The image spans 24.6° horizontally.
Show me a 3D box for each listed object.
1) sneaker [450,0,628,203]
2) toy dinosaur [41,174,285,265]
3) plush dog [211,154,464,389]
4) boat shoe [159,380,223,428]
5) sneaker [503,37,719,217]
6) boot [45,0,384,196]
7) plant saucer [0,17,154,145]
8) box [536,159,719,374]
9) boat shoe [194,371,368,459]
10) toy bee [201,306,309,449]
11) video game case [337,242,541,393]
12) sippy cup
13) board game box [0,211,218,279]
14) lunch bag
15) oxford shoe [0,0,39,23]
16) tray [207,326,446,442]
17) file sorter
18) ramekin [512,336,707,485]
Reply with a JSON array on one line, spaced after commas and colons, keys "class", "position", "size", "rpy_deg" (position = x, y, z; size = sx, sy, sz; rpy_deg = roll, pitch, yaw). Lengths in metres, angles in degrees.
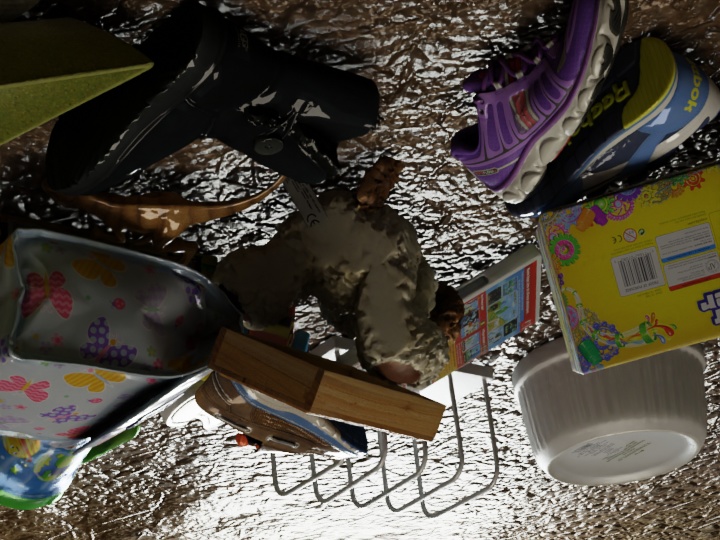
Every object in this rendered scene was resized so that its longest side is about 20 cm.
[{"class": "sneaker", "position": [0.117, -0.126, 1.131], "size": [0.083, 0.081, 0.201], "rpy_deg": [30, 135, -2]}, {"class": "toy dinosaur", "position": [-0.142, -0.041, 1.260], "size": [0.198, 0.061, 0.107], "rpy_deg": [-2, 152, -10]}, {"class": "plush dog", "position": [0.000, 0.000, 1.326], "size": [0.198, 0.162, 0.172], "rpy_deg": [20, 172, 11]}, {"class": "boat shoe", "position": [-0.148, 0.108, 1.554], "size": [0.074, 0.061, 0.200], "rpy_deg": [-40, 165, 14]}, {"class": "sneaker", "position": [0.182, -0.092, 1.216], "size": [0.082, 0.075, 0.200], "rpy_deg": [11, 150, -35]}, {"class": "boot", "position": [-0.101, -0.092, 1.144], "size": [0.167, 0.077, 0.200], "rpy_deg": [22, 136, -38]}, {"class": "plant saucer", "position": [-0.264, -0.107, 1.034], "size": [0.198, 0.048, 0.199], "rpy_deg": [-21, 180, 33]}, {"class": "box", "position": [0.244, -0.006, 1.259], "size": [0.198, 0.123, 0.193], "rpy_deg": [-16, 176, 5]}, {"class": "boat shoe", "position": [-0.066, 0.115, 1.376], "size": [0.072, 0.073, 0.200], "rpy_deg": [-30, 142, 18]}, {"class": "toy bee", "position": [-0.078, 0.102, 1.466], "size": [0.129, 0.110, 0.200], "rpy_deg": [5, 160, 21]}, {"class": "video game case", "position": [0.073, 0.060, 1.469], "size": [0.199, 0.018, 0.143], "rpy_deg": [-30, 155, -9]}, {"class": "sippy cup", "position": [-0.289, 0.127, 1.501], "size": [0.130, 0.140, 0.178], "rpy_deg": [-42, 177, 35]}, {"class": "board game box", "position": [-0.242, 0.028, 1.381], "size": [0.198, 0.057, 0.165], "rpy_deg": [12, 147, -32]}, {"class": "lunch bag", "position": [-0.205, 0.064, 1.257], "size": [0.198, 0.129, 0.169], "rpy_deg": [12, 152, -33]}, {"class": "oxford shoe", "position": [-0.284, -0.163, 0.989], "size": [0.198, 0.058, 0.075], "rpy_deg": [-18, 158, -10]}, {"class": "tray", "position": [-0.022, 0.091, 1.271], "size": [0.098, 0.037, 0.199], "rpy_deg": [21, 180, 31]}, {"class": "file sorter", "position": [0.021, 0.161, 1.633], "size": [0.198, 0.126, 0.138], "rpy_deg": [13, 147, -34]}, {"class": "ramekin", "position": [0.257, 0.142, 1.669], "size": [0.198, 0.106, 0.201], "rpy_deg": [-5, 154, -2]}]
